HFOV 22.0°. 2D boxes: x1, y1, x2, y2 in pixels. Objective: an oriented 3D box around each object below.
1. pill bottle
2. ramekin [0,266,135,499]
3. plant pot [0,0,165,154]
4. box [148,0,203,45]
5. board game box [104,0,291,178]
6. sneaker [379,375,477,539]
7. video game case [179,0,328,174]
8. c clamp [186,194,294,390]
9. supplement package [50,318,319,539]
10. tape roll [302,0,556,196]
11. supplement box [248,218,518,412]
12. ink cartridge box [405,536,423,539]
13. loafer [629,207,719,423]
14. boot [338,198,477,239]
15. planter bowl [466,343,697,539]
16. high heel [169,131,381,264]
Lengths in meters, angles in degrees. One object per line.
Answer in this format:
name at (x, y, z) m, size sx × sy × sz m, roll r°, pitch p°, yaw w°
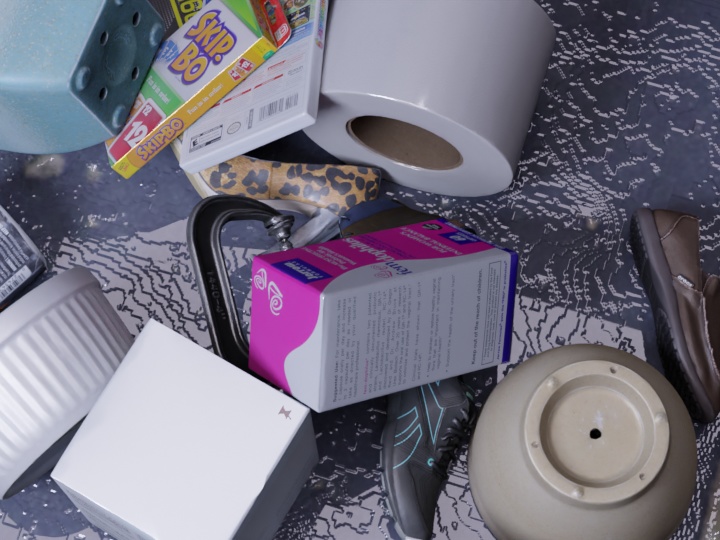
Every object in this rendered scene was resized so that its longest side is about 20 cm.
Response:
pill bottle at (-0.380, 0.023, 1.611) m, size 0.200 × 0.106 × 0.106 m, roll -42°, pitch 77°, yaw -11°
ramekin at (-0.272, 0.101, 1.542) m, size 0.200 × 0.200 × 0.105 m, roll -41°, pitch 86°, yaw -10°
plant pot at (-0.291, -0.210, 1.606) m, size 0.199 × 0.196 × 0.196 m, roll 18°, pitch 77°, yaw 21°
box at (-0.154, -0.257, 1.723) m, size 0.160 × 0.044 × 0.201 m, roll -18°, pitch 74°, yaw -5°
board game box at (-0.148, -0.174, 1.615) m, size 0.200 × 0.030 × 0.096 m, roll -37°, pitch 43°, yaw 15°
sneaker at (0.058, 0.134, 1.578) m, size 0.079 × 0.075 × 0.201 m, roll -4°, pitch 72°, yaw 11°
video game case at (-0.089, -0.190, 1.603) m, size 0.143 × 0.018 × 0.201 m, roll -20°, pitch 51°, yaw 33°
c clamp at (-0.072, 0.026, 1.587) m, size 0.170 × 0.027 × 0.201 m, roll -14°, pitch 84°, yaw -43°
supplement package at (-0.137, 0.161, 1.514) m, size 0.150 × 0.200 × 0.152 m, roll 29°, pitch 75°, yaw 9°
tape roll at (0.057, -0.169, 1.611) m, size 0.202 × 0.203 × 0.140 m, roll 17°, pitch 75°, yaw 6°
supplement box at (0.019, 0.033, 1.489) m, size 0.199 × 0.104 × 0.101 m, roll -14°, pitch 27°, yaw -36°
ink cartridge box at (0.127, 0.278, 1.517) m, size 0.199 × 0.117 × 0.068 m, roll 12°, pitch 73°, yaw 4°
loafer at (0.292, 0.033, 1.610) m, size 0.071 × 0.073 × 0.201 m, roll -12°, pitch 74°, yaw -3°
boot at (0.000, 0.000, 1.602) m, size 0.200 × 0.075 × 0.097 m, roll -27°, pitch 43°, yaw -35°
planter bowl at (0.190, 0.147, 1.547) m, size 0.199 × 0.135 × 0.201 m, roll -1°, pitch 73°, yaw 2°
high heel at (-0.082, -0.106, 1.661) m, size 0.142 × 0.071 × 0.200 m, roll -36°, pitch 87°, yaw -8°
